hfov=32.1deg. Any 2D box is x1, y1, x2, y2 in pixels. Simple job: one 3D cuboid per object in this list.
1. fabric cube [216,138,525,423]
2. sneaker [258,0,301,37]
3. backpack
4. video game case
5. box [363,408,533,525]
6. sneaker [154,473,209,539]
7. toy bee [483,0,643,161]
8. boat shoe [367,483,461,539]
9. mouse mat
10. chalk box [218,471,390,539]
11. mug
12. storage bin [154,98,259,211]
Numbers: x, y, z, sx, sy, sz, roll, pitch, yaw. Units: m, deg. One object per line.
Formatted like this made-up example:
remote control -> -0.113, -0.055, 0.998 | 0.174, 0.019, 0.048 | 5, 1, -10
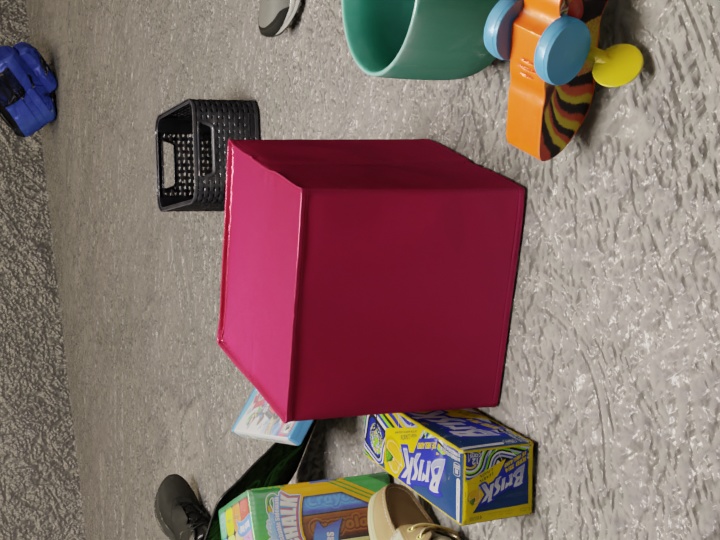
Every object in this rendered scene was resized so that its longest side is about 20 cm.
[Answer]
fabric cube -> 0.000, 0.000, 1.084 | 0.200, 0.197, 0.198 | -142, 53, -61
sneaker -> -0.103, -0.371, 1.452 | 0.074, 0.079, 0.202 | -130, 43, -53
backpack -> -0.808, -0.430, 2.995 | 0.201, 0.167, 0.163 | 63, 173, -27
video game case -> -0.075, 0.124, 1.398 | 0.144, 0.018, 0.200 | -62, 18, -15
box -> 0.071, 0.155, 1.088 | 0.200, 0.069, 0.065 | -160, 68, -65
sneaker -> -0.249, 0.389, 1.871 | 0.091, 0.075, 0.201 | -53, 50, 41
toy bee -> 0.149, -0.178, 0.877 | 0.131, 0.108, 0.201 | 47, 156, 20
boat shoe -> 0.065, 0.264, 1.123 | 0.067, 0.073, 0.201 | -60, 39, 30
mouse mat -> -0.114, 0.245, 1.416 | 0.008, 0.200, 0.162 | 35, 135, 15
chalk box -> -0.072, 0.285, 1.267 | 0.125, 0.198, 0.125 | 139, 125, -61
mug -> 0.070, -0.224, 1.011 | 0.185, 0.113, 0.153 | -121, 38, -48
storage bin -> -0.209, -0.153, 1.696 | 0.200, 0.093, 0.137 | 177, 92, -66
